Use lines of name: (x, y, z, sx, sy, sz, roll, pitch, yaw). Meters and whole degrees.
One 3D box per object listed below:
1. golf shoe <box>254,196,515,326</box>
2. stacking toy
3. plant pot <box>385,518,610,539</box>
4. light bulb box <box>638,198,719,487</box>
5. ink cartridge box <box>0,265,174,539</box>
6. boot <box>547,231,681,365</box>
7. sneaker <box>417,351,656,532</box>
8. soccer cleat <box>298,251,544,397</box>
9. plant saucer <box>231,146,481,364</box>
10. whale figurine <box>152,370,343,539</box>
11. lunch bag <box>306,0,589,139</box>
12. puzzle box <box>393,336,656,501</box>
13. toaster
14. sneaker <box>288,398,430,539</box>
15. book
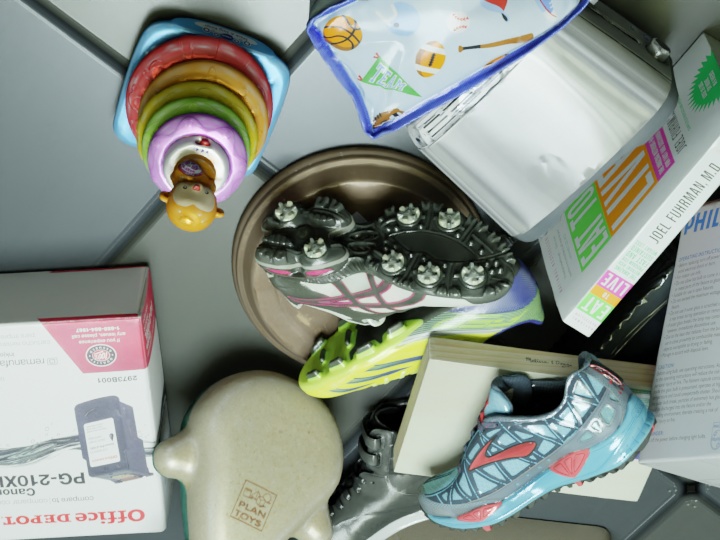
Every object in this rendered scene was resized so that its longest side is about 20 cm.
golf shoe: (0.023, -0.001, 1.565, 0.199, 0.077, 0.088, 9, 144, 22)
stacking toy: (-0.115, -0.085, 1.485, 0.116, 0.200, 0.110, 18, 118, -10)
plant pot: (0.098, 0.332, 1.743, 0.199, 0.177, 0.201, 8, 119, -5)
light bulb box: (0.329, 0.066, 1.558, 0.197, 0.125, 0.201, 18, 76, -22)
ink cartridge box: (-0.227, 0.105, 1.657, 0.144, 0.084, 0.201, -3, 120, 1)
boot: (0.249, 0.084, 1.662, 0.168, 0.076, 0.200, 39, 106, -17)
sneaker: (0.116, 0.119, 1.572, 0.200, 0.079, 0.096, -29, 105, 27)
soccer cleat: (0.047, 0.056, 1.617, 0.200, 0.065, 0.084, -28, 121, 14)
plant saucer: (0.000, 0.000, 1.637, 0.199, 0.030, 0.201, 0, 119, -1)
whale figurine: (-0.097, 0.177, 1.655, 0.159, 0.201, 0.104, 27, 160, -18)
lunch bag: (0.066, -0.208, 1.440, 0.199, 0.170, 0.124, -25, 119, 14)
puzzle box: (0.134, 0.115, 1.623, 0.199, 0.025, 0.133, 8, 134, -9)
toaster: (0.121, -0.117, 1.527, 0.129, 0.114, 0.200, 39, 116, -17)
sneaker: (0.001, 0.166, 1.711, 0.199, 0.071, 0.099, -24, 116, 5)
book: (0.211, -0.061, 1.546, 0.048, 0.134, 0.200, 30, 114, -17)
